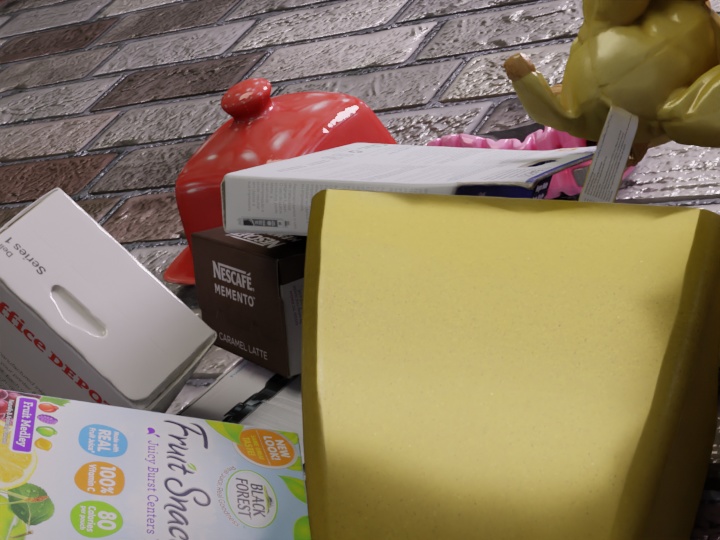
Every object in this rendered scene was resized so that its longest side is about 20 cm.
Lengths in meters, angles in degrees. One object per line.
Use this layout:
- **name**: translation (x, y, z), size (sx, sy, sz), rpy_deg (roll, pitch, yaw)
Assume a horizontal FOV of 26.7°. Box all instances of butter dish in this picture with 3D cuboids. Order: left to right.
- **butter dish**: translation (-0.069, -0.089, 1.252), size (0.199, 0.149, 0.200), rpy_deg (3, 38, 42)

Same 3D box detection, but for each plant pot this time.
- **plant pot**: translation (0.069, 0.095, 0.739), size (0.198, 0.201, 0.177), rpy_deg (4, 54, 14)

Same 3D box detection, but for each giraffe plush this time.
- **giraffe plush**: translation (0.178, -0.123, 0.895), size (0.201, 0.172, 0.162), rpy_deg (-55, -4, 5)

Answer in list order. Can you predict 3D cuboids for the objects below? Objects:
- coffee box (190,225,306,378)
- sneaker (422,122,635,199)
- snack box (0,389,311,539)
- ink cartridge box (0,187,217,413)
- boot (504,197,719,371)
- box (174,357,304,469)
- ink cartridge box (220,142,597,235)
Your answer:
- **coffee box**: translation (0.000, 0.000, 1.039), size (0.199, 0.080, 0.114), rpy_deg (-15, 18, -34)
- **sneaker**: translation (0.132, -0.084, 1.180), size (0.199, 0.080, 0.095), rpy_deg (-10, 8, 26)
- **snack box**: translation (-0.128, 0.128, 0.784), size (0.198, 0.053, 0.143), rpy_deg (10, 28, -12)
- **ink cartridge box**: translation (-0.196, 0.063, 0.996), size (0.084, 0.146, 0.200), rpy_deg (-46, -2, -40)
- **boot**: translation (0.139, 0.015, 0.860), size (0.150, 0.201, 0.073), rpy_deg (-17, 46, 3)
- **box**: translation (-0.035, 0.118, 0.953), size (0.117, 0.060, 0.199), rpy_deg (-41, 31, -28)
- **ink cartridge box**: translation (0.045, -0.051, 0.957), size (0.199, 0.041, 0.199), rpy_deg (2, 11, 25)
